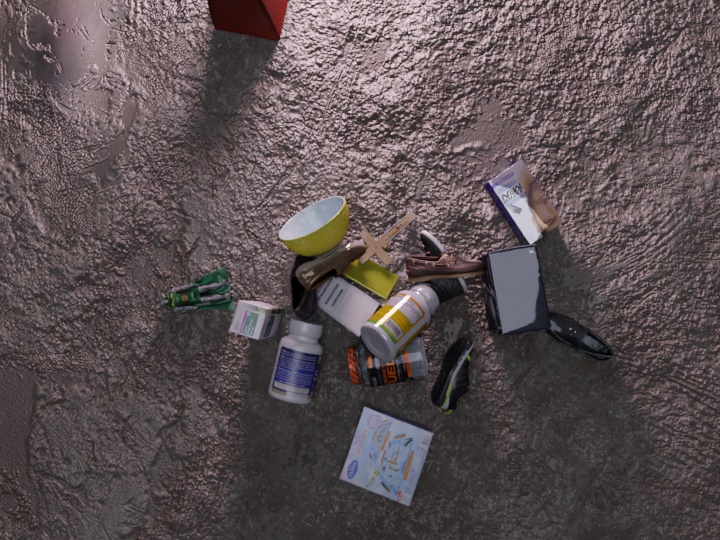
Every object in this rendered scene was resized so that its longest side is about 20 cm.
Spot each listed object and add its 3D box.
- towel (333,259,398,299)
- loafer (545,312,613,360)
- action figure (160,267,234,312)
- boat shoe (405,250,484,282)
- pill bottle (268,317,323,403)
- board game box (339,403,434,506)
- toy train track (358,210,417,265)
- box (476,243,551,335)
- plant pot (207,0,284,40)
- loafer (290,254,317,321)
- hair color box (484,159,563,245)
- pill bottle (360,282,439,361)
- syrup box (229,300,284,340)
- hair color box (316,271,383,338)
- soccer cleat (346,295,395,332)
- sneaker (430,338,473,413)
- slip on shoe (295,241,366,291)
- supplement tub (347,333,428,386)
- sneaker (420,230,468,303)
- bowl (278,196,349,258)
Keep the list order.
[{"bbox_3d":[0.000,0.000,1.424,0.198,0.018,0.086,30,57,6],"label":"towel"},{"bbox_3d":[0.562,0.168,1.378,0.199,0.070,0.069,30,88,4],"label":"loafer"},{"bbox_3d":[-0.453,0.070,1.454,0.197,0.055,0.120,-12,89,7],"label":"action figure"},{"bbox_3d":[0.209,-0.014,1.338,0.197,0.070,0.072,-5,94,15],"label":"boat shoe"},{"bbox_3d":[-0.162,0.233,1.392,0.118,0.120,0.203,13,88,4],"label":"pill bottle"},{"bbox_3d":[0.069,0.484,1.403,0.197,0.041,0.203,20,88,4],"label":"board game box"},{"bbox_3d":[0.072,-0.087,1.441,0.199,0.033,0.115,-41,83,-7],"label":"toy train track"},{"bbox_3d":[0.378,0.050,1.333,0.122,0.197,0.203,-10,86,2],"label":"box"},{"bbox_3d":[-0.308,-0.771,1.428,0.197,0.176,0.203,12,88,3],"label":"plant pot"},{"bbox_3d":[-0.152,0.033,1.387,0.071,0.063,0.202,-28,52,27],"label":"loafer"},{"bbox_3d":[0.431,-0.176,1.410,0.109,0.065,0.201,-33,87,0],"label":"hair color box"},{"bbox_3d":[0.103,0.121,1.315,0.199,0.111,0.111,-39,85,-29],"label":"pill bottle"},{"bbox_3d":[-0.260,0.125,1.363,0.080,0.200,0.080,16,87,4],"label":"syrup box"},{"bbox_3d":[-0.039,0.085,1.385,0.199,0.060,0.101,33,89,30],"label":"hair color box"},{"bbox_3d":[0.043,0.099,1.416,0.198,0.069,0.078,-29,82,4],"label":"soccer cleat"},{"bbox_3d":[0.256,0.277,1.404,0.082,0.072,0.202,27,90,-20],"label":"sneaker"},{"bbox_3d":[-0.066,-0.010,1.357,0.198,0.076,0.061,-22,62,-23],"label":"slip on shoe"},{"bbox_3d":[0.070,0.231,1.377,0.197,0.123,0.125,-10,86,3],"label":"supplement tub"},{"bbox_3d":[0.192,-0.003,1.408,0.099,0.071,0.201,-33,90,-4],"label":"sneaker"},{"bbox_3d":[-0.104,-0.094,1.391,0.198,0.201,0.109,-28,115,2],"label":"bowl"}]
